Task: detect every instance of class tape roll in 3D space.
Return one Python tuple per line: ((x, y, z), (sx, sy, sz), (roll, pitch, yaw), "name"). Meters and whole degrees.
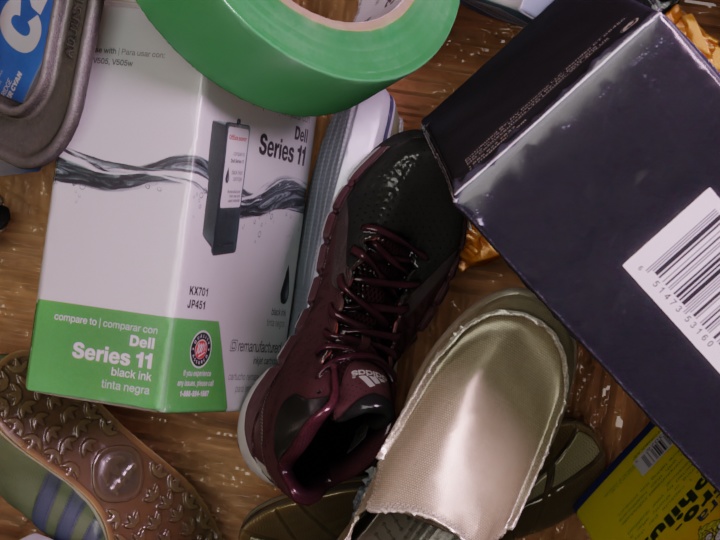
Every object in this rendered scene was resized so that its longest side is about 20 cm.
((-0.037, -0.176, 0.960), (0.048, 0.200, 0.201), (-26, 85, 42), "tape roll")

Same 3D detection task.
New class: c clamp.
((-0.183, -0.137, 0.991), (0.171, 0.027, 0.201), (33, 112, 45), "c clamp")

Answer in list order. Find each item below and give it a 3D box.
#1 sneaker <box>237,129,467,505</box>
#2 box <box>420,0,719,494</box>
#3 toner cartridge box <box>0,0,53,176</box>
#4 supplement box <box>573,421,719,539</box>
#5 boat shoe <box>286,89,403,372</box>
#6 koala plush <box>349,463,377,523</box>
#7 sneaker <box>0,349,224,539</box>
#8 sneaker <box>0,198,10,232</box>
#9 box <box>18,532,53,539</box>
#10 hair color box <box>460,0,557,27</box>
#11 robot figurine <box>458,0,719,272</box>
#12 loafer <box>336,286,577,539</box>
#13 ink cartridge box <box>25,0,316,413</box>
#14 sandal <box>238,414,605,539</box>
((0.010, 0.031, 0.971), (0.076, 0.116, 0.200), (23, 96, -16), "sneaker")
((0.139, -0.020, 0.900), (0.123, 0.198, 0.200), (-42, 102, 6), "box")
((-0.175, -0.158, 1.043), (0.095, 0.043, 0.200), (43, 119, 23), "toner cartridge box")
((0.193, 0.139, 0.944), (0.109, 0.200, 0.110), (41, 95, -10), "supplement box")
((0.000, 0.000, 1.060), (0.062, 0.072, 0.201), (9, 97, -13), "boat shoe")
((0.046, 0.204, 0.981), (0.200, 0.184, 0.177), (39, 94, 4), "koala plush")
((-0.150, 0.122, 1.076), (0.067, 0.090, 0.200), (-47, 112, -26), "sneaker")
((-0.298, -0.058, 1.095), (0.200, 0.075, 0.087), (40, 101, 7), "sneaker")
((-0.131, 0.210, 1.015), (0.048, 0.200, 0.122), (-30, 111, -30), "box")
((0.113, -0.225, 1.015), (0.099, 0.061, 0.200), (29, 96, 51), "hair color box")
((0.138, -0.056, 1.036), (0.145, 0.058, 0.200), (45, 96, 6), "robot figurine")
((0.040, 0.102, 0.895), (0.076, 0.068, 0.200), (28, 93, -5), "loafer")
((-0.093, -0.031, 1.017), (0.083, 0.147, 0.201), (7, 90, 22), "ink cartridge box")
((0.032, 0.122, 1.051), (0.199, 0.054, 0.080), (-20, 118, -4), "sandal")
